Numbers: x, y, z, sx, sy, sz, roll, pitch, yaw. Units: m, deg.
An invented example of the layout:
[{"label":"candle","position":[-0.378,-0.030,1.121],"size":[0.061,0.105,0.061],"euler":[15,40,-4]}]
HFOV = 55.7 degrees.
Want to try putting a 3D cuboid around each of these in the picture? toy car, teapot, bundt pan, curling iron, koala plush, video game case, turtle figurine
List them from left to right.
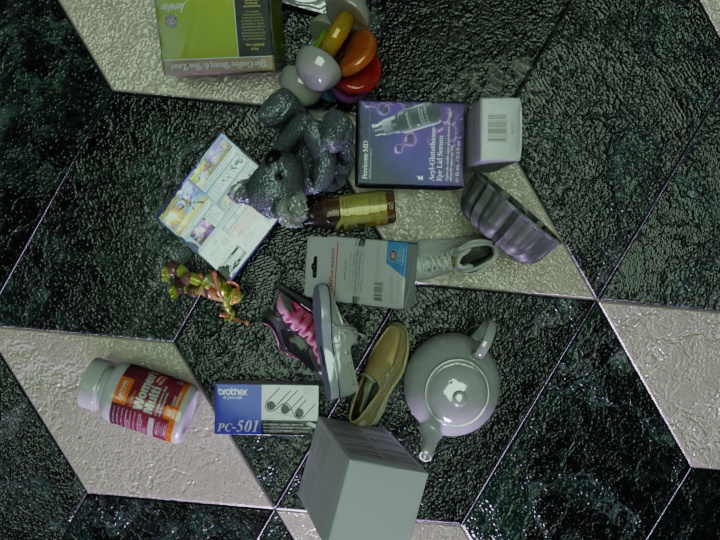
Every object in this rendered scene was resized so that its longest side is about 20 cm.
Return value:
[{"label":"turtle figurine","position":[-0.275,0.027,1.223],"size":[0.158,0.201,0.066],"euler":[15,66,16]},{"label":"video game case","position":[-0.247,-0.116,1.260],"size":[0.180,0.045,0.201],"euler":[40,92,-4]},{"label":"koala plush","position":[-0.118,-0.164,1.164],"size":[0.175,0.186,0.201],"euler":[24,60,23]},{"label":"curling iron","position":[-0.074,0.069,1.248],"size":[0.198,0.026,0.049],"euler":[33,133,-20]},{"label":"toy car","position":[-0.037,-0.361,1.184],"size":[0.148,0.199,0.178],"euler":[33,72,-19]},{"label":"teapot","position":[0.172,0.209,1.232],"size":[0.193,0.146,0.205],"euler":[-16,92,0]},{"label":"bundt pan","position":[0.255,-0.085,1.197],"size":[0.200,0.202,0.076],"euler":[38,106,-3]}]

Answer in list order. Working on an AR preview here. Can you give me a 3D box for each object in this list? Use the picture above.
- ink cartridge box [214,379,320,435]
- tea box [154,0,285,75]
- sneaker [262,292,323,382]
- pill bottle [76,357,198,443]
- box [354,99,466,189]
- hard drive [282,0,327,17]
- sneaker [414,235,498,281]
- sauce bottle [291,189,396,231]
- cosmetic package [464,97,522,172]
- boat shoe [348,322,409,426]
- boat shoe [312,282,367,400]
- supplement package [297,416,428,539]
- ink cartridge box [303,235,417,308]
[{"label":"ink cartridge box","position":[-0.174,0.258,1.281],"size":[0.194,0.044,0.097],"euler":[1,92,0]},{"label":"tea box","position":[-0.239,-0.443,1.175],"size":[0.194,0.134,0.202],"euler":[-1,107,2]},{"label":"sneaker","position":[-0.111,0.137,1.272],"size":[0.094,0.079,0.202],"euler":[-31,97,28]},{"label":"pill bottle","position":[-0.405,0.234,1.246],"size":[0.196,0.110,0.112],"euler":[19,93,-2]},{"label":"box","position":[0.087,-0.223,1.228],"size":[0.194,0.104,0.152],"euler":[0,94,-1]},{"label":"hard drive","position":[-0.127,-0.552,1.242],"size":[0.195,0.038,0.143],"euler":[15,93,-1]},{"label":"sneaker","position":[0.152,-0.023,1.235],"size":[0.195,0.116,0.076],"euler":[-15,95,2]},{"label":"sauce bottle","position":[-0.032,-0.107,1.255],"size":[0.195,0.066,0.068],"euler":[-7,93,2]},{"label":"cosmetic package","position":[0.221,-0.229,1.180],"size":[0.072,0.200,0.105],"euler":[0,94,0]},{"label":"boat shoe","position":[0.032,0.193,1.254],"size":[0.071,0.076,0.205],"euler":[19,93,33]},{"label":"boat shoe","position":[-0.031,0.121,1.204],"size":[0.084,0.074,0.207],"euler":[-9,91,-18]},{"label":"supplement package","position":[-0.002,0.375,1.194],"size":[0.147,0.200,0.156],"euler":[15,93,-20]},{"label":"ink cartridge box","position":[0.000,0.000,1.239],"size":[0.195,0.068,0.119],"euler":[6,93,22]}]
